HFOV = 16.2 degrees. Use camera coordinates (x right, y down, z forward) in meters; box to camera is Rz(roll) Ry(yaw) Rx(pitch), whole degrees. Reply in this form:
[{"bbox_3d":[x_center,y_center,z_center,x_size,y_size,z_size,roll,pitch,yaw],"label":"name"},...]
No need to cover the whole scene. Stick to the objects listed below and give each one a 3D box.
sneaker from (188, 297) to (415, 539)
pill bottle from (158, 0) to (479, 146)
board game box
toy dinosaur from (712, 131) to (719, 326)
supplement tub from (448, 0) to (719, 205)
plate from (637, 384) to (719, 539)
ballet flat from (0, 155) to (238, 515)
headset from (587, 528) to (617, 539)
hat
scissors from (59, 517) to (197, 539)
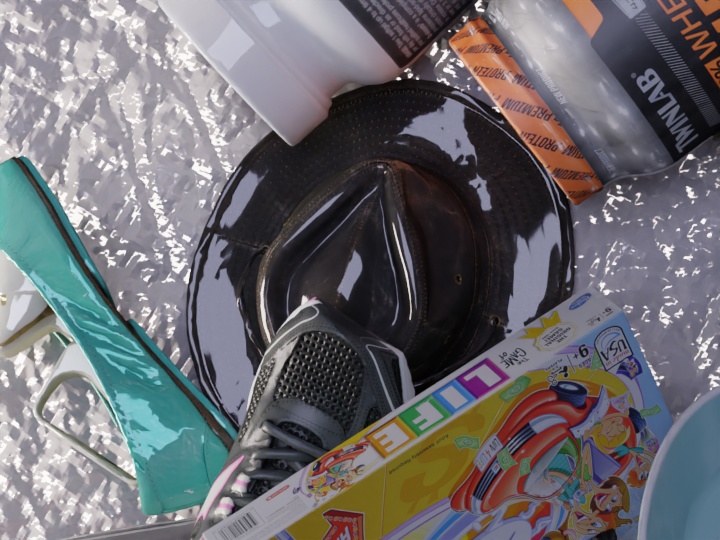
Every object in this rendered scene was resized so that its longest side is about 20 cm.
[{"bbox_3d":[-0.036,0.114,1.116,0.080,0.086,0.201,21,111,11],"label":"sneaker"},{"bbox_3d":[0.008,-0.160,1.180,0.200,0.116,0.116,-43,73,2],"label":"pill bottle"},{"bbox_3d":[0.049,0.116,1.092,0.200,0.135,0.034,-33,28,-8],"label":"board game box"},{"bbox_3d":[0.224,-0.046,1.138,0.200,0.077,0.102,-38,92,-3],"label":"toy dinosaur"},{"bbox_3d":[0.146,-0.127,1.136,0.200,0.123,0.123,-39,73,5],"label":"supplement tub"},{"bbox_3d":[0.188,0.142,1.067,0.026,0.200,0.201,-30,68,51],"label":"plate"},{"bbox_3d":[-0.135,0.034,1.197,0.070,0.067,0.200,-35,74,-13],"label":"ballet flat"},{"bbox_3d":[0.135,0.208,1.079,0.123,0.094,0.201,-19,91,4],"label":"headset"},{"bbox_3d":[0.000,0.000,1.168,0.200,0.081,0.201,-3,78,14],"label":"hat"},{"bbox_3d":[-0.053,0.115,1.184,0.199,0.014,0.073,9,107,18],"label":"scissors"}]
